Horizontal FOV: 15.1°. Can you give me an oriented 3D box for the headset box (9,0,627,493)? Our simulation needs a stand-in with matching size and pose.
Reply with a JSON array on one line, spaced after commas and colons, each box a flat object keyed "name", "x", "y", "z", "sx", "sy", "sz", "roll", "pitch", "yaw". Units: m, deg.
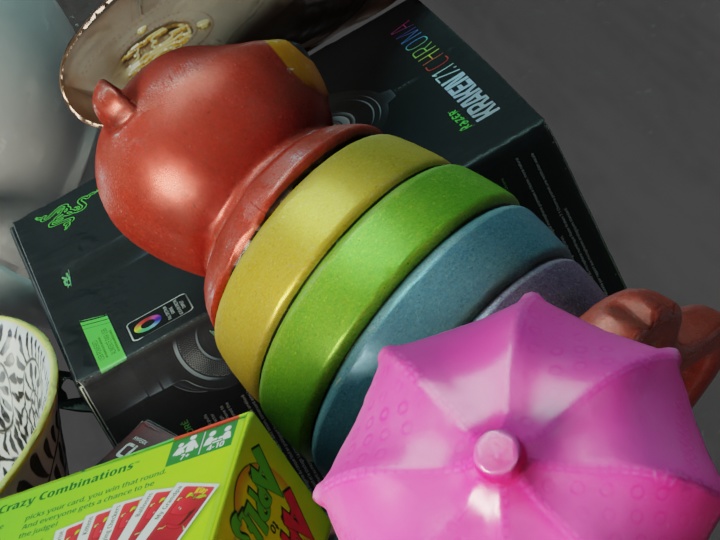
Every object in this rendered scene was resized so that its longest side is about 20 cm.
[{"name": "headset box", "x": -0.025, "y": 0.004, "z": 1.011, "sx": 0.200, "sy": 0.093, "sz": 0.174, "roll": -30, "pitch": 25, "yaw": -2}]

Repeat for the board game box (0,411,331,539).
[{"name": "board game box", "x": -0.111, "y": 0.116, "z": 0.757, "sx": 0.199, "sy": 0.048, "sz": 0.102, "roll": -20, "pitch": 31, "yaw": 25}]

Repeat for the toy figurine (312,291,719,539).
[{"name": "toy figurine", "x": 0.055, "y": 0.085, "z": 0.681, "sx": 0.150, "sy": 0.184, "sz": 0.200, "roll": -31, "pitch": 25, "yaw": -7}]

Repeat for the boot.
[{"name": "boot", "x": -0.075, "y": -0.084, "z": 1.024, "sx": 0.186, "sy": 0.064, "sz": 0.200, "roll": -27, "pitch": 7, "yaw": 24}]

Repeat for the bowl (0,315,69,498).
[{"name": "bowl", "x": -0.174, "y": 0.112, "z": 0.955, "sx": 0.200, "sy": 0.094, "sz": 0.201, "roll": -22, "pitch": 27, "yaw": 12}]

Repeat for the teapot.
[{"name": "teapot", "x": -0.177, "y": -0.048, "z": 1.208, "sx": 0.197, "sy": 0.146, "sz": 0.201, "roll": -35, "pitch": 33, "yaw": 55}]

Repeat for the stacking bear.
[{"name": "stacking bear", "x": 0.000, "y": 0.000, "z": 0.862, "sx": 0.114, "sy": 0.200, "sz": 0.121, "roll": -54, "pitch": -19, "yaw": 9}]

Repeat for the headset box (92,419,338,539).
[{"name": "headset box", "x": -0.071, "y": 0.138, "z": 0.812, "sx": 0.200, "sy": 0.077, "sz": 0.149, "roll": -42, "pitch": 29, "yaw": -18}]
